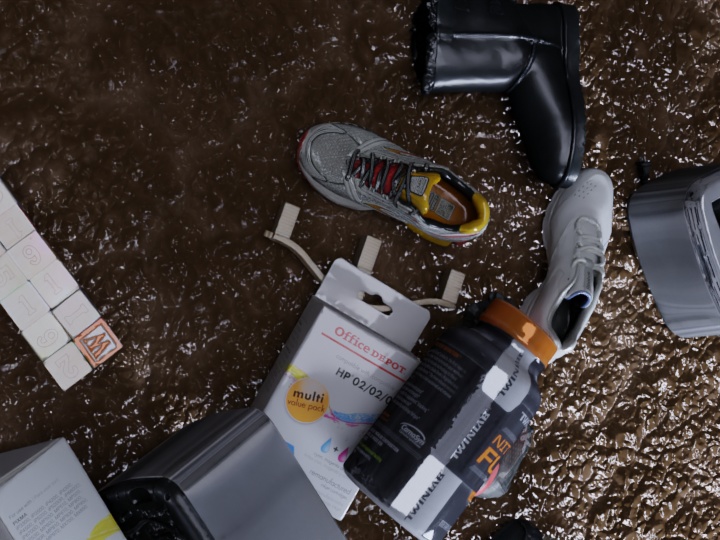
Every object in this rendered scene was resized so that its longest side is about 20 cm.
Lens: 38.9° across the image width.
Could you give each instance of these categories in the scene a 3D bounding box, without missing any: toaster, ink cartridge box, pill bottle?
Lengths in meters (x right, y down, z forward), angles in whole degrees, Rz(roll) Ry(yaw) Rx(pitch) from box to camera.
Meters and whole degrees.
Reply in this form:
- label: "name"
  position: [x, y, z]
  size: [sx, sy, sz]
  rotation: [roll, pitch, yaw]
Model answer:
- label: "toaster"
  position: [-0.124, 0.219, 0.843]
  size: [0.118, 0.180, 0.202]
  rotation: [-37, 98, -39]
- label: "ink cartridge box"
  position: [-0.020, 0.104, 0.926]
  size: [0.114, 0.068, 0.202]
  rotation: [29, 90, -13]
- label: "pill bottle"
  position: [0.083, 0.123, 0.869]
  size: [0.106, 0.106, 0.201]
  rotation: [39, 84, -11]
- label: "ink cartridge box"
  position: [-0.251, 0.246, 0.822]
  size: [0.083, 0.144, 0.202]
  rotation: [-39, 105, -45]
- label: "toaster"
  position: [0.350, -0.029, 1.009]
  size: [0.112, 0.129, 0.203]
  rotation: [-21, 94, -15]

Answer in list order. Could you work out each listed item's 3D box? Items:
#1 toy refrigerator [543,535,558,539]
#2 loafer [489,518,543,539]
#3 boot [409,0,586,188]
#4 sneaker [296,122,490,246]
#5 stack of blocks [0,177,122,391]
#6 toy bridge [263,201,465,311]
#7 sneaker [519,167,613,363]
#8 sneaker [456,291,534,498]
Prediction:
- label: "toy refrigerator"
  position: [0.159, 0.364, 0.984]
  size: [0.076, 0.070, 0.201]
  rotation: [38, 79, -4]
- label: "loafer"
  position: [0.099, 0.318, 0.966]
  size: [0.070, 0.068, 0.201]
  rotation: [41, 83, -22]
- label: "boot"
  position: [0.132, -0.182, 0.983]
  size: [0.160, 0.073, 0.202]
  rotation: [3, 81, -17]
- label: "sneaker"
  position: [0.036, -0.086, 0.950]
  size: [0.197, 0.082, 0.079]
  rotation: [20, 84, -13]
- label: "stack of blocks"
  position: [-0.281, -0.002, 0.848]
  size: [0.058, 0.115, 0.201]
  rotation: [-36, 97, -12]
- label: "toy bridge"
  position: [0.000, 0.000, 0.968]
  size: [0.197, 0.027, 0.068]
  rotation: [21, 85, -13]
- label: "sneaker"
  position: [0.213, -0.004, 0.994]
  size: [0.073, 0.087, 0.203]
  rotation: [17, 84, -12]
- label: "sneaker"
  position: [0.125, 0.125, 0.977]
  size: [0.098, 0.070, 0.204]
  rotation: [37, 55, -46]
